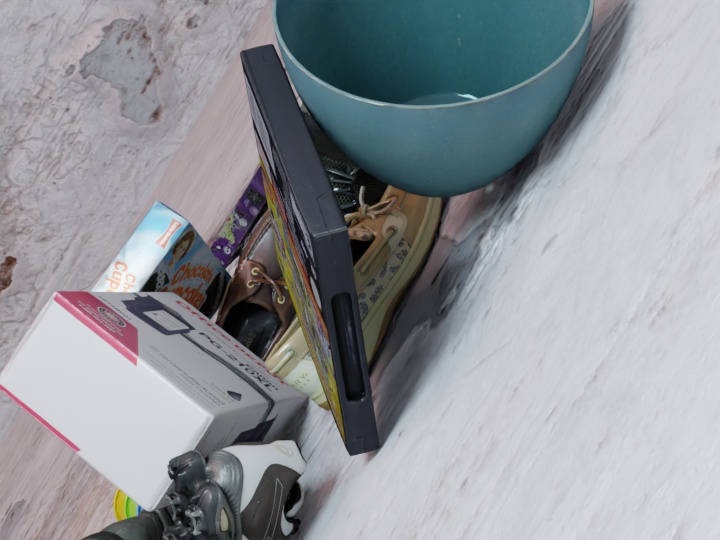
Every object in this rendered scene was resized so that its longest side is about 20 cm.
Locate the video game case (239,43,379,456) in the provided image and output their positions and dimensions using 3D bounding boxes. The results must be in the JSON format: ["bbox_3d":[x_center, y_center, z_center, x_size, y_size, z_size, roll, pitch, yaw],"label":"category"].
[{"bbox_3d":[-0.032,-0.015,1.029,0.200,0.025,0.181,-113,11,-48],"label":"video game case"}]

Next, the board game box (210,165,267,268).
[{"bbox_3d":[-0.079,-0.094,1.630,0.120,0.032,0.200,-51,-3,-47],"label":"board game box"}]

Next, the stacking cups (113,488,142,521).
[{"bbox_3d":[-0.156,0.196,1.317,0.061,0.060,0.200,-62,13,-11],"label":"stacking cups"}]

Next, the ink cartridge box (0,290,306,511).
[{"bbox_3d":[-0.143,0.087,1.170,0.085,0.144,0.200,-55,-14,9],"label":"ink cartridge box"}]

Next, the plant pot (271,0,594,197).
[{"bbox_3d":[0.049,-0.126,1.052,0.135,0.199,0.201,83,-158,-49],"label":"plant pot"}]

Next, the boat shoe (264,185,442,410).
[{"bbox_3d":[0.000,0.000,1.163,0.073,0.062,0.201,-36,26,61],"label":"boat shoe"}]

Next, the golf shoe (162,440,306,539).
[{"bbox_3d":[-0.079,0.178,1.082,0.094,0.078,0.200,-19,-27,-22],"label":"golf shoe"}]

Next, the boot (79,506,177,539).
[{"bbox_3d":[-0.166,0.253,1.176,0.131,0.067,0.201,-28,-42,-61],"label":"boot"}]

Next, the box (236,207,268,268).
[{"bbox_3d":[-0.050,-0.052,1.507,0.200,0.043,0.160,-53,14,24],"label":"box"}]

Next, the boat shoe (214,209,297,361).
[{"bbox_3d":[-0.081,0.028,1.389,0.070,0.070,0.201,-73,4,-86],"label":"boat shoe"}]

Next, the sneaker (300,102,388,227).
[{"bbox_3d":[-0.014,-0.063,1.245,0.199,0.076,0.115,61,-131,-76],"label":"sneaker"}]

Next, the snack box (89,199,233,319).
[{"bbox_3d":[-0.165,0.024,1.333,0.116,0.037,0.200,-55,-13,-8],"label":"snack box"}]
